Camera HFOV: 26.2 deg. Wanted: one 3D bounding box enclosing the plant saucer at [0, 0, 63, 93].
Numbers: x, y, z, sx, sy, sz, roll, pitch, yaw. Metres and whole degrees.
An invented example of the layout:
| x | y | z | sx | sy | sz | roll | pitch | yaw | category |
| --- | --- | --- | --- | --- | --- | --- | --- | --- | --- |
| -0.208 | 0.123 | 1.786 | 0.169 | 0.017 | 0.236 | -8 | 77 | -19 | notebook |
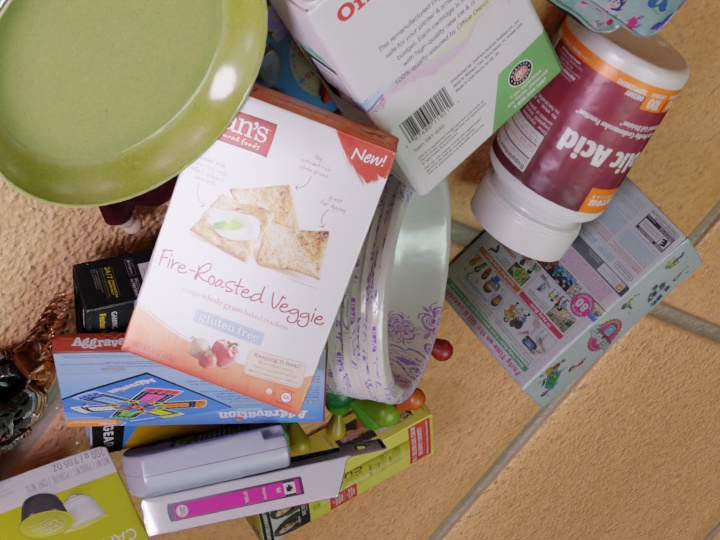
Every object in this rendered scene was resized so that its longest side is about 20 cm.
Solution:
| x | y | z | sx | sy | sz | roll | pitch | yaw | category |
| --- | --- | --- | --- | --- | --- | --- | --- | --- | --- |
| -0.266 | -0.174 | 0.873 | 0.199 | 0.036 | 0.201 | -14 | 130 | -18 | plant saucer |

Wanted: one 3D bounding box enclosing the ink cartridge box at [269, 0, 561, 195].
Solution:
| x | y | z | sx | sy | sz | roll | pitch | yaw | category |
| --- | --- | --- | --- | --- | --- | --- | --- | --- | --- |
| 0.036 | -0.175 | 1.082 | 0.145 | 0.084 | 0.200 | -42 | 136 | -6 | ink cartridge box |

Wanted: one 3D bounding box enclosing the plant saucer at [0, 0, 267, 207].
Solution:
| x | y | z | sx | sy | sz | roll | pitch | yaw | category |
| --- | --- | --- | --- | --- | --- | --- | --- | --- | --- |
| -0.148 | -0.129 | 0.939 | 0.199 | 0.031 | 0.201 | -25 | 140 | -24 | plant saucer |

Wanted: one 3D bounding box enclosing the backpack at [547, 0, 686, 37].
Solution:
| x | y | z | sx | sy | sz | roll | pitch | yaw | category |
| --- | --- | --- | --- | --- | --- | --- | --- | --- | --- |
| 0.189 | -0.281 | 1.117 | 0.177 | 0.151 | 0.200 | 21 | 109 | -50 | backpack |

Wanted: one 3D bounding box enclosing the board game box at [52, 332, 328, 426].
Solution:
| x | y | z | sx | sy | sz | roll | pitch | yaw | category |
| --- | --- | --- | --- | --- | --- | --- | --- | --- | --- |
| -0.125 | 0.081 | 1.159 | 0.199 | 0.020 | 0.103 | -1 | 141 | -4 | board game box |

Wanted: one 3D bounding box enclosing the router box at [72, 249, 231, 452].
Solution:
| x | y | z | sx | sy | sz | roll | pitch | yaw | category |
| --- | --- | --- | --- | --- | --- | --- | --- | --- | --- |
| -0.147 | 0.059 | 1.217 | 0.148 | 0.051 | 0.201 | -12 | 144 | -16 | router box |

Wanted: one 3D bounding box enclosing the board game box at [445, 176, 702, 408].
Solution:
| x | y | z | sx | sy | sz | roll | pitch | yaw | category |
| --- | --- | --- | --- | --- | --- | --- | --- | --- | --- |
| 0.188 | 0.002 | 1.422 | 0.200 | 0.148 | 0.064 | -42 | 148 | 5 | board game box |

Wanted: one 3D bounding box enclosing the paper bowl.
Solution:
| x | y | z | sx | sy | sz | roll | pitch | yaw | category |
| --- | --- | --- | --- | --- | --- | --- | --- | --- | --- |
| 0.000 | 0.000 | 1.234 | 0.201 | 0.104 | 0.202 | 9 | 90 | -74 | paper bowl |

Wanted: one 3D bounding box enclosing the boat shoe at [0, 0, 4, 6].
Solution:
| x | y | z | sx | sy | sz | roll | pitch | yaw | category |
| --- | --- | --- | --- | --- | --- | --- | --- | --- | --- |
| -0.197 | -0.159 | 0.958 | 0.200 | 0.060 | 0.074 | -42 | 144 | 3 | boat shoe |

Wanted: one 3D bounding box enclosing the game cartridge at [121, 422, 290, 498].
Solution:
| x | y | z | sx | sy | sz | roll | pitch | yaw | category |
| --- | --- | --- | --- | --- | --- | --- | --- | --- | --- |
| -0.127 | 0.151 | 1.263 | 0.132 | 0.042 | 0.200 | -16 | 179 | -5 | game cartridge |

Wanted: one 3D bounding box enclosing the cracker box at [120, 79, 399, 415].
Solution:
| x | y | z | sx | sy | sz | roll | pitch | yaw | category |
| --- | --- | --- | --- | --- | --- | --- | --- | --- | --- |
| -0.069 | -0.018 | 1.062 | 0.058 | 0.133 | 0.201 | -76 | -174 | -75 | cracker box |

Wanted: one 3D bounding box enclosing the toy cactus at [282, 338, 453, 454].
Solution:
| x | y | z | sx | sy | sz | roll | pitch | yaw | category |
| --- | --- | --- | --- | --- | --- | --- | --- | --- | --- |
| -0.033 | 0.086 | 1.367 | 0.165 | 0.103 | 0.200 | 34 | 132 | -31 | toy cactus |

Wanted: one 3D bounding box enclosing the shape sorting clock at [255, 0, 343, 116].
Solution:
| x | y | z | sx | sy | sz | roll | pitch | yaw | category |
| --- | --- | --- | --- | --- | --- | --- | --- | --- | --- |
| -0.006 | -0.172 | 1.141 | 0.199 | 0.039 | 0.201 | -25 | 143 | -21 | shape sorting clock |

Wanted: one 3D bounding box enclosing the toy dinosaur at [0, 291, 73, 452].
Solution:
| x | y | z | sx | sy | sz | roll | pitch | yaw | category |
| --- | --- | --- | --- | --- | --- | --- | --- | --- | --- |
| -0.283 | 0.093 | 1.161 | 0.136 | 0.102 | 0.201 | -1 | 113 | -62 | toy dinosaur |

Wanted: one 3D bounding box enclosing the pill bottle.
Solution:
| x | y | z | sx | sy | sz | roll | pitch | yaw | category |
| --- | --- | --- | --- | --- | --- | --- | --- | --- | --- |
| 0.180 | -0.114 | 1.312 | 0.114 | 0.114 | 0.201 | 1 | 129 | -43 | pill bottle |

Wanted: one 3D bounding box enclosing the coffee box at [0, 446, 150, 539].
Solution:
| x | y | z | sx | sy | sz | roll | pitch | yaw | category |
| --- | --- | --- | --- | --- | --- | --- | --- | --- | --- |
| -0.267 | 0.295 | 1.241 | 0.199 | 0.198 | 0.200 | -18 | 156 | -27 | coffee box |

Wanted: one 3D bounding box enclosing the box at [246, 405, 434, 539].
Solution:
| x | y | z | sx | sy | sz | roll | pitch | yaw | category |
| --- | --- | --- | --- | --- | --- | --- | --- | --- | --- |
| -0.023 | 0.191 | 1.520 | 0.199 | 0.050 | 0.076 | -27 | 143 | -18 | box |

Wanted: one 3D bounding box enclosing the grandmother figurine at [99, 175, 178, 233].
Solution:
| x | y | z | sx | sy | sz | roll | pitch | yaw | category |
| --- | --- | --- | --- | --- | --- | --- | --- | --- | --- |
| -0.144 | -0.068 | 1.116 | 0.199 | 0.061 | 0.121 | 9 | 130 | -45 | grandmother figurine |

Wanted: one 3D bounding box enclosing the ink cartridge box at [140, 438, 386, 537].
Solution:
| x | y | z | sx | sy | sz | roll | pitch | yaw | category |
| --- | --- | --- | --- | --- | --- | --- | --- | --- | --- |
| -0.075 | 0.174 | 1.252 | 0.199 | 0.037 | 0.095 | -14 | 179 | -3 | ink cartridge box |
